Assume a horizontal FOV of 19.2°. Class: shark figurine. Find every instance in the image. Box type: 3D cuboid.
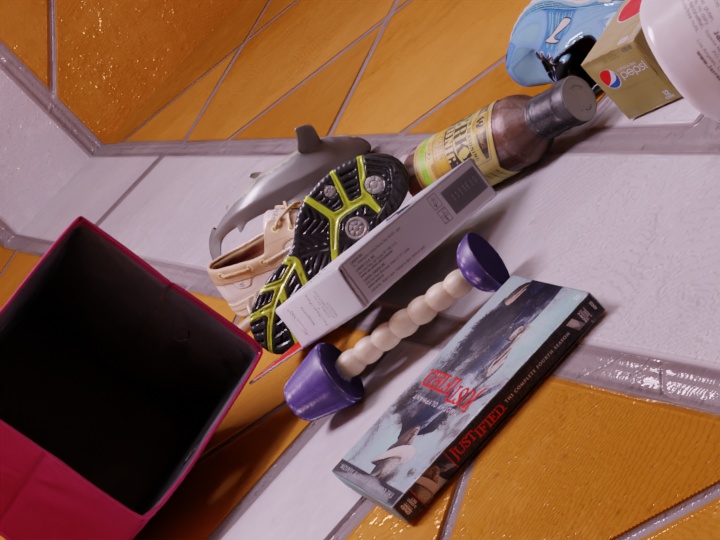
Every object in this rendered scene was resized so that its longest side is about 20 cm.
[{"bbox_3d":[-0.076,-0.066,2.166,0.214,0.090,0.128,-36,-18,1],"label":"shark figurine"}]

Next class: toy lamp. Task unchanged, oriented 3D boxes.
[{"bbox_3d":[0.023,0.048,1.646,0.200,0.058,0.058,-39,16,21],"label":"toy lamp"}]

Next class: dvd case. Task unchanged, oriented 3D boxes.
[{"bbox_3d":[0.073,0.086,1.492,0.200,0.022,0.146,-48,16,-8],"label":"dvd case"}]

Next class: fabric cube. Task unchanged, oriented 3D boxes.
[{"bbox_3d":[-0.233,0.117,1.786,0.196,0.200,0.199,-56,3,-34],"label":"fabric cube"}]

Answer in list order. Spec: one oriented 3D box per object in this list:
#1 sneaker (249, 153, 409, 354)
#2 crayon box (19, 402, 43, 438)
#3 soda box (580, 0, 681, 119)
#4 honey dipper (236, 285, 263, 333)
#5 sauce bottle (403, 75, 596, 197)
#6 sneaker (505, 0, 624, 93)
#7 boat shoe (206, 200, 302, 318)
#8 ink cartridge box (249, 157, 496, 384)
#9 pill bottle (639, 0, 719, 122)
[{"bbox_3d":[-0.027,-0.018,1.858,0.200,0.075,0.076,-54,-11,5],"label":"sneaker"},{"bbox_3d":[-0.243,0.145,1.944,0.051,0.127,0.200,-27,24,47],"label":"crayon box"},{"bbox_3d":[0.260,-0.216,1.715,0.068,0.064,0.200,-22,27,54],"label":"soda box"},{"bbox_3d":[-0.130,0.072,2.023,0.200,0.038,0.038,-41,15,29],"label":"honey dipper"},{"bbox_3d":[0.118,-0.111,1.800,0.200,0.065,0.065,-29,22,46],"label":"sauce bottle"},{"bbox_3d":[0.179,-0.189,1.828,0.090,0.078,0.200,-55,18,-23],"label":"sneaker"},{"bbox_3d":[-0.070,-0.029,2.054,0.200,0.069,0.074,-36,17,27],"label":"boat shoe"},{"bbox_3d":[0.000,0.000,1.752,0.174,0.044,0.200,-33,5,46],"label":"ink cartridge box"},{"bbox_3d":[0.302,-0.199,1.469,0.200,0.114,0.114,-35,18,30],"label":"pill bottle"}]
